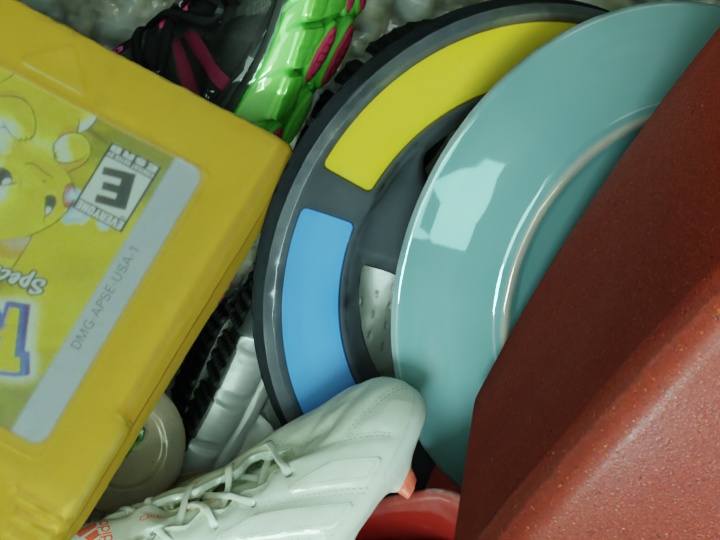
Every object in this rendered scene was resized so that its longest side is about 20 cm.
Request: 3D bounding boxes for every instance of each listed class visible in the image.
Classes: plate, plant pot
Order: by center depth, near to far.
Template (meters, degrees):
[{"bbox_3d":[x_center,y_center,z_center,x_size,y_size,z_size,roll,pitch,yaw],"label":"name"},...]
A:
[{"bbox_3d":[0.138,0.060,0.943,0.200,0.200,0.176,41,115,-14],"label":"plant pot"},{"bbox_3d":[0.101,0.003,1.052,0.200,0.026,0.201,-12,116,-27],"label":"plate"}]

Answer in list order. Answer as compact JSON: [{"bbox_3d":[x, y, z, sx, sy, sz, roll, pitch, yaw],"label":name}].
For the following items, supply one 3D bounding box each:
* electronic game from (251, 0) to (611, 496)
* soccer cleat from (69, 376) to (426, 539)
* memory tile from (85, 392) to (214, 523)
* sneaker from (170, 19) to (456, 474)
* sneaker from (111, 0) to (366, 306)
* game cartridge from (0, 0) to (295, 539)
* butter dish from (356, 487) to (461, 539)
[{"bbox_3d":[0.052,-0.001,1.061,0.199,0.042,0.201,-10,113,-26],"label":"electronic game"},{"bbox_3d":[-0.062,0.101,1.001,0.200,0.069,0.078,-44,103,-1],"label":"soccer cleat"},{"bbox_3d":[-0.135,0.114,1.028,0.200,0.017,0.153,-46,109,-19],"label":"memory tile"},{"bbox_3d":[0.000,0.000,1.100,0.080,0.074,0.200,25,103,-15],"label":"sneaker"},{"bbox_3d":[-0.058,-0.075,1.081,0.084,0.077,0.201,27,89,11],"label":"sneaker"},{"bbox_3d":[-0.145,0.001,1.003,0.176,0.032,0.200,27,67,7],"label":"game cartridge"},{"bbox_3d":[0.011,0.195,1.039,0.148,0.199,0.200,-35,96,-22],"label":"butter dish"}]
